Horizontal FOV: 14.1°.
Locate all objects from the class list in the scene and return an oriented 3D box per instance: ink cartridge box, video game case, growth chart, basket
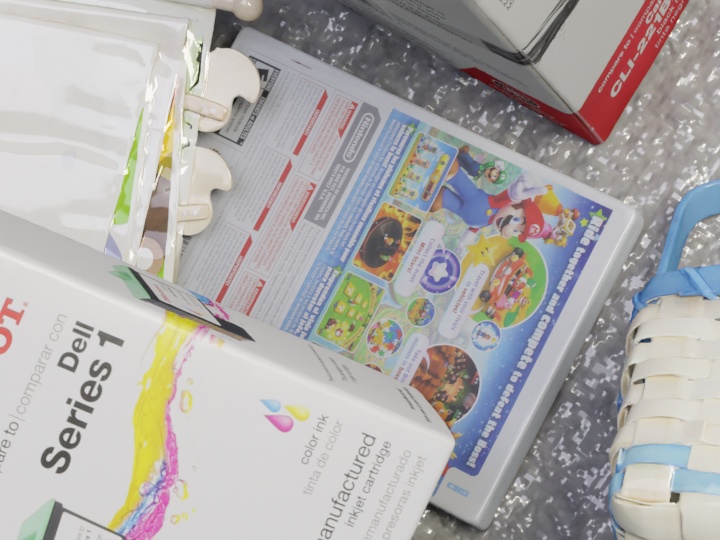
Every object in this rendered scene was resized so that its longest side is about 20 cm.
[{"bbox_3d":[0.031,-0.141,1.136,0.144,0.200,0.084,31,88,24],"label":"ink cartridge box"},{"bbox_3d":[0.000,0.000,1.211,0.199,0.018,0.144,26,86,24],"label":"video game case"},{"bbox_3d":[-0.128,-0.041,1.223,0.144,0.018,0.201,20,90,1],"label":"growth chart"},{"bbox_3d":[0.176,0.048,1.078,0.175,0.139,0.201,9,52,24],"label":"basket"},{"bbox_3d":[-0.087,0.082,1.120,0.199,0.084,0.145,24,97,-14],"label":"ink cartridge box"}]

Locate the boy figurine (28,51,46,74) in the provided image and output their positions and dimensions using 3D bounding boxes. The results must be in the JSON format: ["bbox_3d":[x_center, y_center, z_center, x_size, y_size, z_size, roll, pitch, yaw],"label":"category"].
[{"bbox_3d":[-0.212,-0.115,1.295,0.200,0.064,0.125,35,90,25],"label":"boy figurine"}]
